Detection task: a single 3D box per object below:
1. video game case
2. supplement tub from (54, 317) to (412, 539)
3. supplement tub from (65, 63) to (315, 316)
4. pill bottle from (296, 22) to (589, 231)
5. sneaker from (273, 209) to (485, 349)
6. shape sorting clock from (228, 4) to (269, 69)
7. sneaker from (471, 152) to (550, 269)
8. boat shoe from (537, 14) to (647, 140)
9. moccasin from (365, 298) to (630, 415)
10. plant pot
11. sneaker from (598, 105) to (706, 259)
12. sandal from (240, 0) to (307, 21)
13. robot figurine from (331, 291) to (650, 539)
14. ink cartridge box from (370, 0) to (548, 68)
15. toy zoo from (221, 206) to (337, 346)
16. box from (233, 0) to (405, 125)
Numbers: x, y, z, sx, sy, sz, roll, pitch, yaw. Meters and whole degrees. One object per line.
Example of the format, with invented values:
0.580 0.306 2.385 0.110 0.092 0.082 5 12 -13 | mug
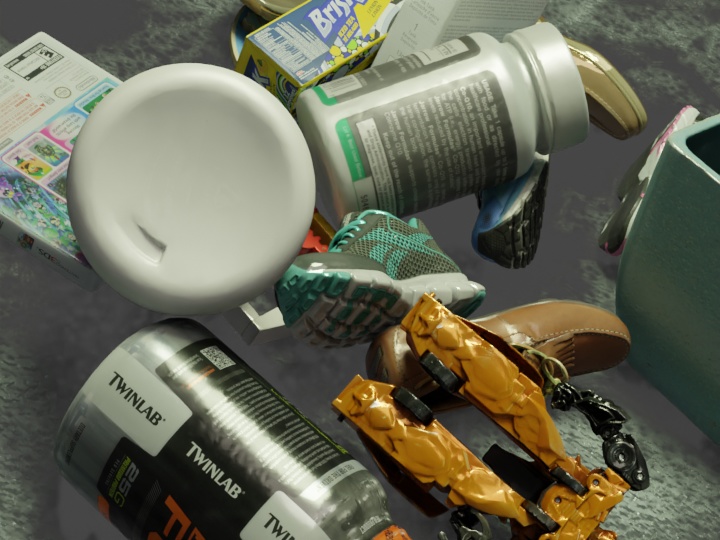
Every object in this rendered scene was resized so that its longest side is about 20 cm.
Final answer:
-0.211 -0.083 1.294 0.181 0.024 0.200 32 37 7 | video game case
-0.069 0.131 1.041 0.200 0.123 0.122 39 39 18 | supplement tub
-0.106 -0.044 1.120 0.144 0.146 0.200 21 -4 -5 | supplement tub
0.061 -0.109 1.346 0.198 0.114 0.114 -19 50 -8 | pill bottle
0.000 0.000 1.249 0.199 0.078 0.092 6 48 -55 | sneaker
-0.013 -0.167 1.495 0.198 0.039 0.201 16 38 -13 | shape sorting clock
0.103 -0.070 1.438 0.089 0.079 0.201 7 34 6 | sneaker
0.161 -0.173 1.589 0.199 0.071 0.065 38 73 3 | boat shoe
0.104 0.067 1.256 0.200 0.074 0.078 -3 48 -31 | moccasin
0.302 0.016 1.326 0.196 0.201 0.196 43 41 23 | plant pot
0.261 -0.053 1.504 0.086 0.080 0.201 37 45 -4 | sneaker
-0.034 -0.254 1.516 0.080 0.054 0.199 40 39 25 | sandal
0.087 0.115 1.163 0.200 0.058 0.145 41 83 6 | robot figurine
0.099 -0.222 1.434 0.050 0.201 0.160 36 23 23 | ink cartridge box
-0.077 -0.024 1.282 0.200 0.020 0.131 48 40 12 | toy zoo
-0.012 -0.181 1.431 0.064 0.070 0.200 43 51 14 | box
